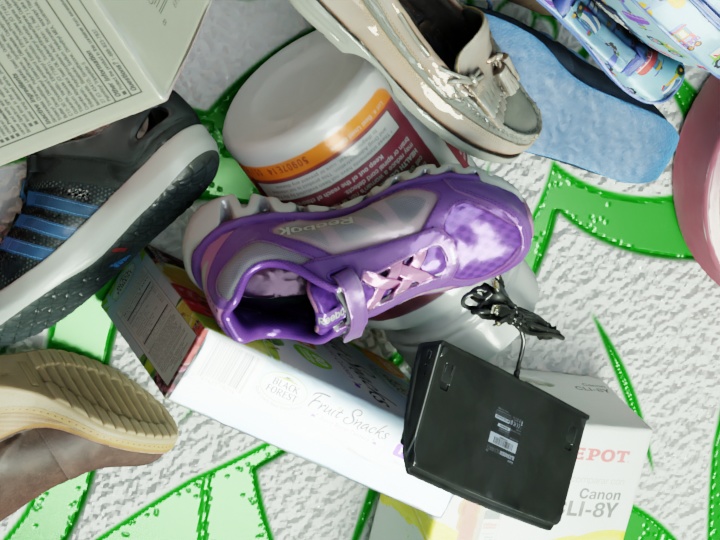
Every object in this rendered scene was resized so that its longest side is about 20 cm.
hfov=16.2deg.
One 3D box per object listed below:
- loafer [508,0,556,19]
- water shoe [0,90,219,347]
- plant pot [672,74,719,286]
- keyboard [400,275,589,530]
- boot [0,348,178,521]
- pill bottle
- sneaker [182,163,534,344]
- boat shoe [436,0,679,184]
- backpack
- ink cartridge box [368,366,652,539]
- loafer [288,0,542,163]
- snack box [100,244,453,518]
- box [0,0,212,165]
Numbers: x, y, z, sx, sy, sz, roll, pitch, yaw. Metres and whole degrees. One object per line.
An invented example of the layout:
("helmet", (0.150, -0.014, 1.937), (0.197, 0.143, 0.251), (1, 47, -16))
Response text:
("loafer", (0.113, -0.242, 1.474), (0.070, 0.073, 0.202), (-3, 111, -22))
("water shoe", (-0.169, -0.032, 1.457), (0.200, 0.071, 0.079), (-38, 76, 14))
("plant pot", (0.319, -0.041, 1.576), (0.198, 0.179, 0.202), (-8, 114, -18))
("keyboard", (0.083, 0.075, 1.476), (0.200, 0.020, 0.128), (29, 75, -57))
("boot", (-0.223, 0.127, 1.503), (0.199, 0.073, 0.167), (13, 122, -36))
("pill bottle", (0.016, -0.039, 1.494), (0.114, 0.114, 0.200), (-39, 118, -3))
("sneaker", (0.000, 0.000, 1.398), (0.198, 0.089, 0.081), (-8, 122, 2))
("boat shoe", (0.099, -0.106, 1.529), (0.199, 0.069, 0.084), (31, 102, -30))
("backpack", (0.159, -0.177, 1.371), (0.134, 0.200, 0.182), (-43, 125, 10))
("ink cartridge box", (0.088, 0.170, 1.621), (0.144, 0.083, 0.202), (6, 107, -24))
("loafer", (0.040, -0.130, 1.405), (0.063, 0.072, 0.200), (-33, 127, 31))
("snack box", (-0.043, 0.064, 1.493), (0.199, 0.142, 0.053), (27, 100, -28))
("box", (-0.198, -0.134, 1.320), (0.199, 0.109, 0.128), (-18, 121, 27))
